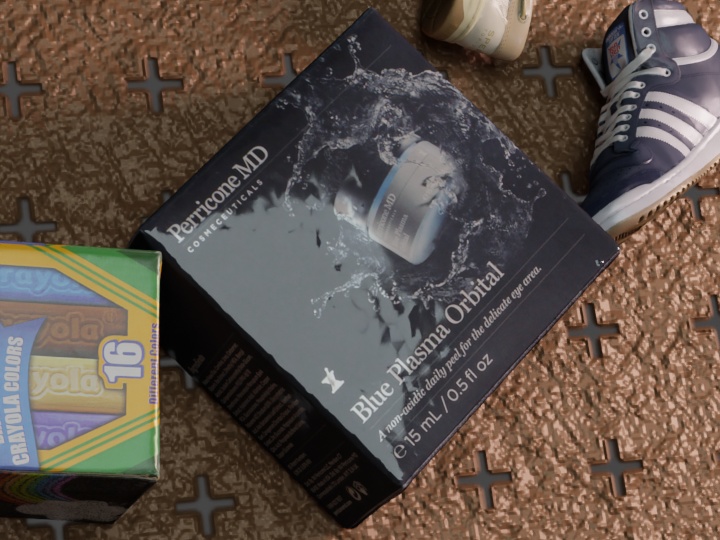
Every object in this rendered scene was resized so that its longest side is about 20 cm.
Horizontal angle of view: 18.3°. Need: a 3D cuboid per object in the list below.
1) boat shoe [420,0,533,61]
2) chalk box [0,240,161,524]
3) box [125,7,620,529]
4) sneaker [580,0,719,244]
[{"bbox_3d":[0.092,-0.225,1.371,0.065,0.072,0.201,20,71,-19],"label":"boat shoe"},{"bbox_3d":[-0.212,0.057,1.160,0.199,0.125,0.124,5,72,-16],"label":"chalk box"},{"bbox_3d":[0.000,0.000,1.246,0.200,0.117,0.197,44,67,1],"label":"box"},{"bbox_3d":[0.161,-0.091,1.331,0.109,0.070,0.200,50,47,1],"label":"sneaker"}]
